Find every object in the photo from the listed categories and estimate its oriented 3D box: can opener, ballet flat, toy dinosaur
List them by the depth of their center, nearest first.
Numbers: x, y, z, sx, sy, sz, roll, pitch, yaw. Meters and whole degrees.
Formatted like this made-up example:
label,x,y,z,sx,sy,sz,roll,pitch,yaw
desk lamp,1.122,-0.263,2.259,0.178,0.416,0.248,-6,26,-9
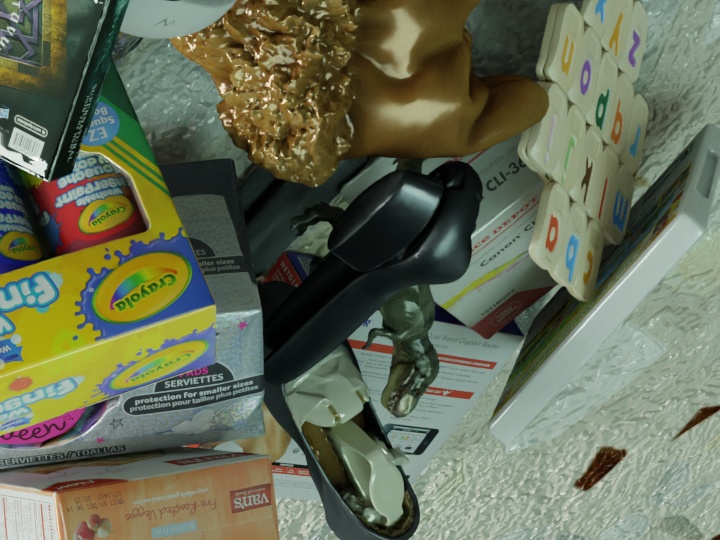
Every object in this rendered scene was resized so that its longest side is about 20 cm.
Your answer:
label,x,y,z,sx,sy,sz,roll,pitch,yaw
can opener,0.000,0.000,1.180,0.078,0.064,0.200,30,136,-17
toy dinosaur,0.007,-0.006,1.234,0.047,0.088,0.201,-55,151,-48
can opener,-0.012,-0.071,1.265,0.200,0.053,0.066,-44,139,15
ballet flat,-0.012,0.095,1.294,0.073,0.073,0.201,-26,115,-6

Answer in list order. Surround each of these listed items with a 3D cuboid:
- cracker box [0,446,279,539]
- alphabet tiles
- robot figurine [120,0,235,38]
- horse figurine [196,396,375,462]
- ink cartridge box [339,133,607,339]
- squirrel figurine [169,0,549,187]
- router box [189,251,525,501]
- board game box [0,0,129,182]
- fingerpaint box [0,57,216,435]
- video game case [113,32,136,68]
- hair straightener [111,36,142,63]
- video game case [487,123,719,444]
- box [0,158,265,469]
label,x,y,z,sx,sy,sz,roll,pitch,yaw
cracker box,-0.153,0.137,1.187,0.134,0.200,0.058,-6,93,-32
alphabet tiles,0.140,-0.087,1.268,0.200,0.015,0.196,35,65,-64
robot figurine,-0.079,-0.206,0.981,0.200,0.125,0.150,-50,172,26
horse figurine,-0.102,0.087,1.321,0.132,0.050,0.200,-41,121,21
ink cartridge box,0.078,-0.035,1.315,0.116,0.068,0.200,-39,154,8
squirrel figurine,-0.005,-0.154,1.105,0.200,0.141,0.187,-28,136,-29
router box,-0.012,0.082,1.431,0.200,0.049,0.180,12,125,-40
board game box,-0.201,-0.145,0.951,0.136,0.200,0.028,-67,167,21
fingerpaint box,-0.195,-0.004,1.074,0.199,0.167,0.073,-18,154,-14
video game case,-0.203,-0.148,1.086,0.200,0.023,0.182,18,121,-42
hair straightener,-0.201,-0.122,1.078,0.199,0.041,0.077,-12,159,-30
video game case,0.166,0.007,1.357,0.023,0.182,0.200,39,116,-2
box,-0.160,0.026,1.180,0.199,0.132,0.115,-7,136,-8
